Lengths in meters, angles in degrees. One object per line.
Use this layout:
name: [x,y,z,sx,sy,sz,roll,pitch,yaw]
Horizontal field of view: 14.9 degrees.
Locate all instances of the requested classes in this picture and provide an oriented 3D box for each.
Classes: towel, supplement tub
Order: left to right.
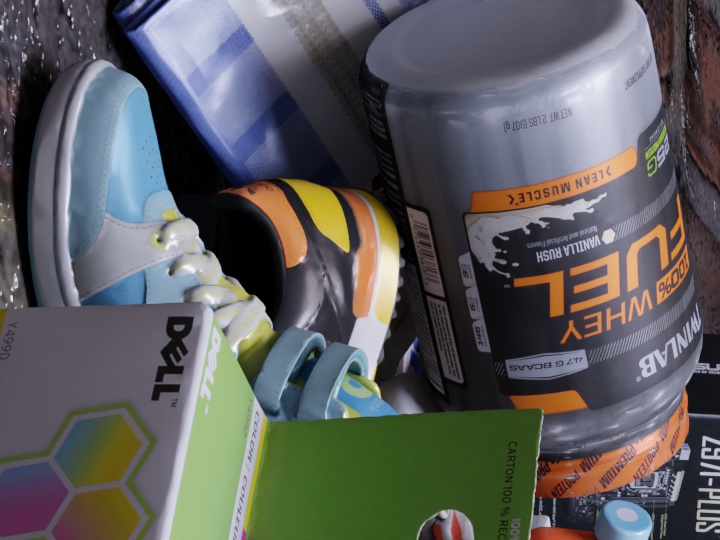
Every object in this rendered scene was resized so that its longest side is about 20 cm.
towel: [-0.001,-0.122,1.161,0.200,0.024,0.147,-47,126,-16]
supplement tub: [0.077,-0.012,1.161,0.123,0.122,0.200,-64,145,-57]

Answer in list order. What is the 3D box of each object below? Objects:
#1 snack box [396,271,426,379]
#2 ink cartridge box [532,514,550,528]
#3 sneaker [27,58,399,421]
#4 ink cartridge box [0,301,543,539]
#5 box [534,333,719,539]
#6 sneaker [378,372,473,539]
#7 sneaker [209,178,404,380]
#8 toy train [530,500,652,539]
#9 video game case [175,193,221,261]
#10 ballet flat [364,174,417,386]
snack box: [0.019,0.089,1.422,0.072,0.024,0.200,54,37,-64]
ink cartridge box: [0.043,0.221,1.331,0.067,0.116,0.200,-62,146,-62]
sneaker: [-0.050,0.018,1.027,0.080,0.130,0.200,-30,116,-69]
ink cartridge box: [-0.051,0.088,0.894,0.076,0.200,0.148,65,27,-51]
box: [0.117,0.135,1.436,0.086,0.164,0.200,-78,169,-61]
sneaker: [0.015,0.141,1.215,0.077,0.082,0.200,-71,152,-64]
sneaker: [-0.040,0.061,1.113,0.090,0.070,0.200,9,85,-43]
toy train: [0.050,0.183,1.163,0.056,0.150,0.200,-95,-160,-57]
video game case: [-0.051,0.096,1.191,0.200,0.025,0.181,63,30,-55]
ballet flat: [0.000,0.000,1.227,0.069,0.063,0.200,70,18,-57]
